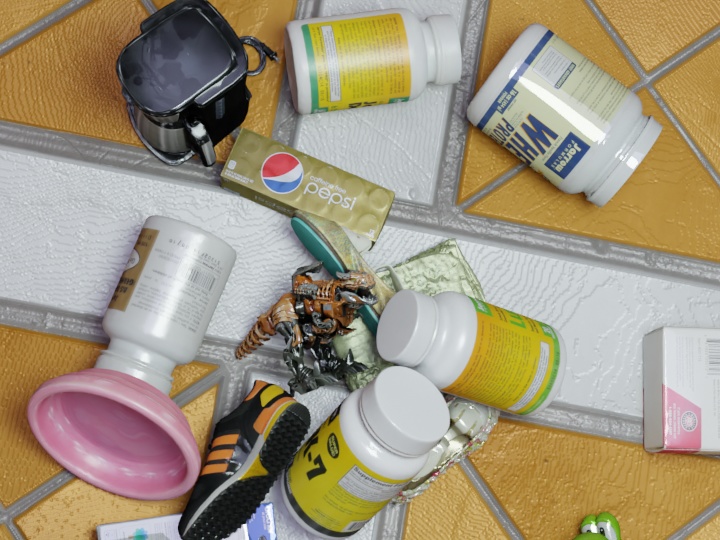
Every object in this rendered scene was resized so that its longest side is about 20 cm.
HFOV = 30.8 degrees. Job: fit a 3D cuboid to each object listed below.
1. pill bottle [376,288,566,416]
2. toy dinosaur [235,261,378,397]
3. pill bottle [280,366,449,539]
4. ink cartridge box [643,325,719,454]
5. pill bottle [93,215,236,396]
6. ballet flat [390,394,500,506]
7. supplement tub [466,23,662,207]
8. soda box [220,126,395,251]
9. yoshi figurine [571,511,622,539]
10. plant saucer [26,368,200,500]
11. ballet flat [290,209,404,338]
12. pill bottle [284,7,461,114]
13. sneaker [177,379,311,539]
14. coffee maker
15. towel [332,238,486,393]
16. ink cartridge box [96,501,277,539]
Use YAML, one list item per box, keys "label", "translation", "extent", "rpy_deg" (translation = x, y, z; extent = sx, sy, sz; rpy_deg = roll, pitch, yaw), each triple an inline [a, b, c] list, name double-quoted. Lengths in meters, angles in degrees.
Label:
- label: "pill bottle"
  translation: [0.122, 0.087, 1.463]
  extent: [0.200, 0.111, 0.111]
  rpy_deg: [19, 78, -28]
- label: "toy dinosaur"
  translation: [-0.057, 0.065, 1.488]
  extent: [0.102, 0.200, 0.136]
  rpy_deg: [-19, 86, -37]
- label: "pill bottle"
  translation: [0.005, 0.199, 1.431]
  extent: [0.114, 0.200, 0.114]
  rpy_deg: [23, 40, -21]
- label: "ink cartridge box"
  translation: [0.444, 0.146, 1.554]
  extent: [0.199, 0.083, 0.147]
  rpy_deg: [3, 80, -5]
- label: "pill bottle"
  translation: [-0.228, 0.048, 1.487]
  extent: [0.114, 0.114, 0.200]
  rpy_deg: [22, 79, -2]
- label: "ballet flat"
  translation: [0.101, 0.197, 1.521]
  extent: [0.076, 0.064, 0.200]
  rpy_deg: [43, 78, 1]
- label: "supplement tub"
  translation: [0.243, -0.183, 1.560]
  extent: [0.200, 0.145, 0.145]
  rpy_deg: [37, 79, 2]
- label: "soda box"
  translation: [-0.063, -0.096, 1.555]
  extent: [0.200, 0.064, 0.068]
  rpy_deg: [23, 78, -2]
- label: "yoshi figurine"
  translation: [0.280, 0.379, 1.487]
  extent: [0.112, 0.112, 0.201]
  rpy_deg: [-14, 79, -1]
- label: "plant saucer"
  translation: [-0.265, 0.174, 1.435]
  extent: [0.200, 0.201, 0.051]
  rpy_deg: [23, 49, -1]
- label: "ballet flat"
  translation: [0.000, 0.000, 1.507]
  extent: [0.071, 0.071, 0.200]
  rpy_deg: [-38, 90, -11]
- label: "pill bottle"
  translation: [0.015, -0.254, 1.566]
  extent: [0.199, 0.113, 0.113]
  rpy_deg: [-9, 81, -7]
- label: "sneaker"
  translation: [-0.143, 0.214, 1.466]
  extent: [0.200, 0.070, 0.090]
  rpy_deg: [-52, 48, -3]
- label: "coffee maker"
  translation: [-0.187, -0.232, 1.497]
  extent: [0.134, 0.200, 0.192]
  rpy_deg: [30, 79, -1]
- label: "towel"
  translation: [0.057, 0.062, 1.554]
  extent: [0.200, 0.036, 0.149]
  rpy_deg: [-24, 84, -10]
- label: "ink cartridge box"
  translation: [-0.190, 0.333, 1.479]
  extent: [0.199, 0.042, 0.120]
  rpy_deg: [-8, 81, -4]
